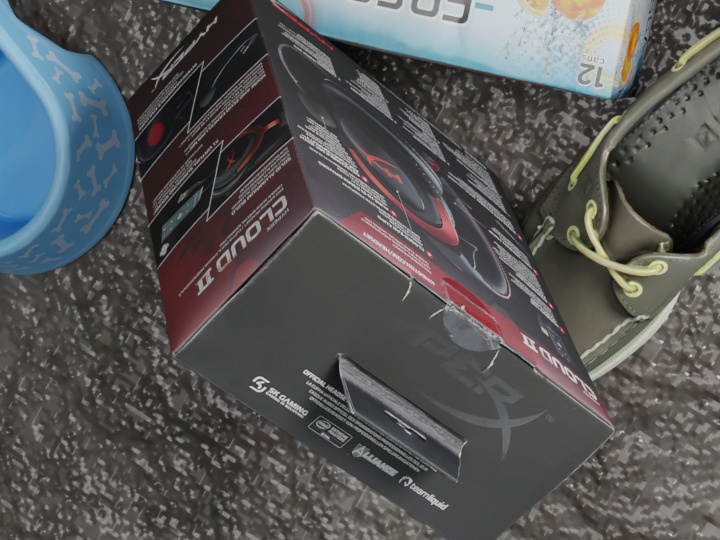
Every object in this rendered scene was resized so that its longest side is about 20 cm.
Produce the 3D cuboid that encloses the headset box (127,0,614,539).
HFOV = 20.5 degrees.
[{"bbox_3d":[0.000,0.000,0.723,0.148,0.200,0.075,36,109,-30],"label":"headset box"}]

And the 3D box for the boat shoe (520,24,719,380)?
[{"bbox_3d":[0.113,-0.027,0.782,0.072,0.060,0.202,43,106,8],"label":"boat shoe"}]

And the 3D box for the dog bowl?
[{"bbox_3d":[-0.187,-0.087,0.872,0.111,0.050,0.200,-40,83,17],"label":"dog bowl"}]

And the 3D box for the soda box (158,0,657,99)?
[{"bbox_3d":[0.019,-0.121,0.799,0.199,0.064,0.069,15,100,15],"label":"soda box"}]
